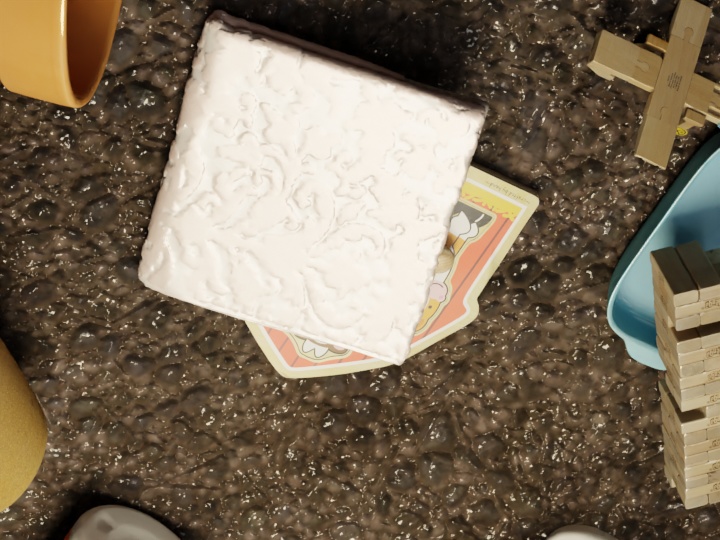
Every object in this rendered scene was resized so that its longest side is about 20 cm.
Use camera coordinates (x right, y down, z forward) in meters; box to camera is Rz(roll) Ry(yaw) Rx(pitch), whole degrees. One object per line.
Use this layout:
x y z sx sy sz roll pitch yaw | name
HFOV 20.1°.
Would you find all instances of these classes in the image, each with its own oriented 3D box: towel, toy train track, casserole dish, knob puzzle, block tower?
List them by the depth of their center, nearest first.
-0.033 -0.050 1.302 0.189 0.032 0.201 17 119 -3 | towel
0.234 -0.103 1.328 0.198 0.033 0.116 23 74 -14 | toy train track
0.000 0.000 1.371 0.217 0.031 0.221 -6 124 -9 | knob puzzle
0.249 -0.019 1.410 0.120 0.039 0.201 22 115 -24 | casserole dish
0.240 0.077 1.416 0.053 0.058 0.201 -13 127 -4 | block tower

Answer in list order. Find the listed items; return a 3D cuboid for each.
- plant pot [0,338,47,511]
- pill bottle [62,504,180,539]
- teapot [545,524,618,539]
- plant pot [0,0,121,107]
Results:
-0.296 0.079 1.282 0.186 0.187 0.200 -35 137 11 | plant pot
-0.206 0.276 1.455 0.114 0.115 0.201 27 113 -27 | pill bottle
0.119 0.292 1.521 0.199 0.197 0.146 -38 87 -11 | teapot
-0.205 -0.199 1.106 0.138 0.201 0.202 9 122 0 | plant pot
